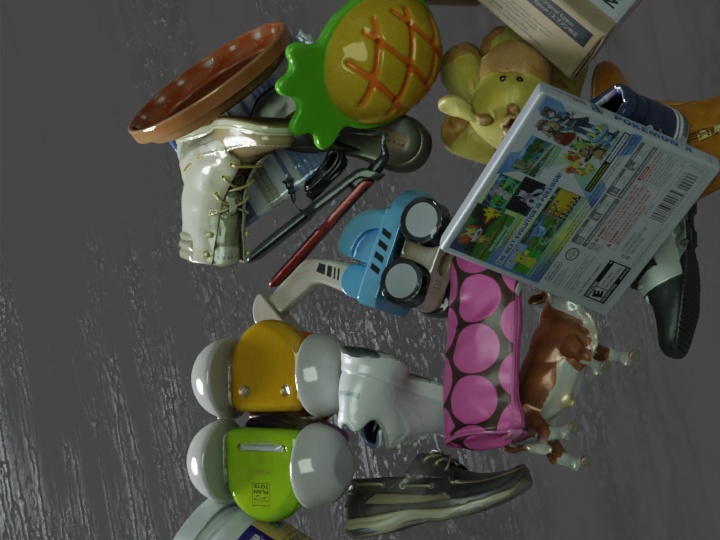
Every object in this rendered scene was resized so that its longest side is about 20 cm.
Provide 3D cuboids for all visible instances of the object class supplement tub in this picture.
[{"bbox_3d":[-0.092,0.329,1.414,0.200,0.145,0.145,29,92,16],"label":"supplement tub"}]

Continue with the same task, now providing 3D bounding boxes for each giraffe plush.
[{"bbox_3d":[0.150,-0.163,1.391,0.172,0.162,0.200,-20,78,13],"label":"giraffe plush"}]

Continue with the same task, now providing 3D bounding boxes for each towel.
[{"bbox_3d":[-0.100,-0.149,1.535,0.200,0.024,0.147,-36,78,11],"label":"towel"}]

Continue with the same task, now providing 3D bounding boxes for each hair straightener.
[{"bbox_3d":[-0.049,-0.076,1.441,0.077,0.041,0.200,45,102,5],"label":"hair straightener"}]

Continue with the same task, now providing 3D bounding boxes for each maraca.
[{"bbox_3d":[0.002,-0.204,1.404,0.200,0.107,0.137,-32,118,-25],"label":"maraca"}]

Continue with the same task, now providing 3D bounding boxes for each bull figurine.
[{"bbox_3d":[0.201,0.098,1.390,0.121,0.065,0.200,29,101,50],"label":"bull figurine"}]

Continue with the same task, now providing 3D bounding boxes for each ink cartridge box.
[{"bbox_3d":[0.205,-0.308,1.367,0.165,0.075,0.200,39,54,3],"label":"ink cartridge box"}]

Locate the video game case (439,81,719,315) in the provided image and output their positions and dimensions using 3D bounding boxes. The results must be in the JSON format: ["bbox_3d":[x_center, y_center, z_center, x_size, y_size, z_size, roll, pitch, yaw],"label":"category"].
[{"bbox_3d":[0.197,-0.060,1.283,0.182,0.022,0.200,21,129,-12],"label":"video game case"}]

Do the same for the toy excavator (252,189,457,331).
[{"bbox_3d":[0.000,0.000,1.464,0.200,0.100,0.195,19,90,31],"label":"toy excavator"}]

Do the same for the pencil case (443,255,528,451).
[{"bbox_3d":[0.128,0.075,1.368,0.094,0.091,0.200,-9,71,36],"label":"pencil case"}]

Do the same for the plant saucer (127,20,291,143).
[{"bbox_3d":[-0.156,-0.195,1.480,0.200,0.200,0.032,-32,110,10],"label":"plant saucer"}]

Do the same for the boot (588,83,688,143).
[{"bbox_3d":[0.205,-0.100,1.316,0.200,0.090,0.073,-42,43,32],"label":"boot"}]

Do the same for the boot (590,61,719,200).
[{"bbox_3d":[0.305,-0.145,1.355,0.144,0.071,0.201,-25,52,31],"label":"boot"}]

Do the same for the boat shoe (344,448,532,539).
[{"bbox_3d":[0.073,0.218,1.417,0.200,0.074,0.073,-16,80,12],"label":"boat shoe"}]

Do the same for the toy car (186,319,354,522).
[{"bbox_3d":[-0.072,0.154,1.420,0.175,0.150,0.200,-3,80,29],"label":"toy car"}]

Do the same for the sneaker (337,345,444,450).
[{"bbox_3d":[0.034,0.138,1.377,0.074,0.200,0.087,6,75,39],"label":"sneaker"}]

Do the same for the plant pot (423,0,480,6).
[{"bbox_3d":[0.047,-0.351,1.448,0.200,0.186,0.187,22,90,2],"label":"plant pot"}]

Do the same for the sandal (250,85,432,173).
[{"bbox_3d":[-0.024,-0.152,1.472,0.200,0.055,0.082,21,93,16],"label":"sandal"}]

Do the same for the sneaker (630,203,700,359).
[{"bbox_3d":[0.288,-0.007,1.385,0.088,0.074,0.200,-6,69,22],"label":"sneaker"}]

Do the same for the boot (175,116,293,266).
[{"bbox_3d":[-0.132,-0.081,1.456,0.200,0.072,0.155,1,89,55],"label":"boot"}]
